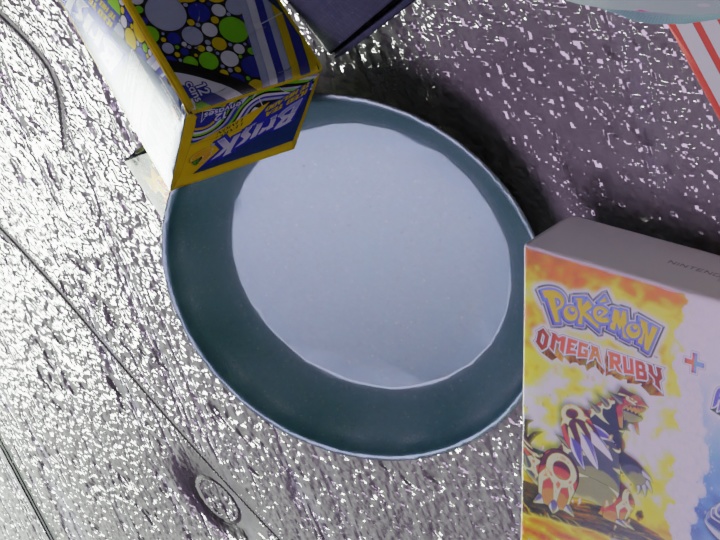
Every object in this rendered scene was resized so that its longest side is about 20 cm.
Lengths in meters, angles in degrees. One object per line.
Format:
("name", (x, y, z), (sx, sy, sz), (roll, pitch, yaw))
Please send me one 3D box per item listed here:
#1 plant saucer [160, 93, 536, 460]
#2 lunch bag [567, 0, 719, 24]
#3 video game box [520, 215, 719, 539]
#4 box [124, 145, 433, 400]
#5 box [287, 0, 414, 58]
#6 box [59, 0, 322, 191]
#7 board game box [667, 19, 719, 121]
("plant saucer", (0.000, 0.000, 0.855), (0.199, 0.036, 0.201), (10, 121, 16))
("lunch bag", (0.055, -0.140, 0.498), (0.200, 0.170, 0.122), (50, 123, 35))
("video game box", (0.161, 0.087, 0.748), (0.199, 0.047, 0.183), (17, 119, 35))
("box", (-0.030, 0.002, 0.945), (0.136, 0.038, 0.200), (-12, 115, 54))
("box", (-0.023, -0.202, 0.706), (0.200, 0.051, 0.158), (52, 149, -6))
("box", (-0.099, -0.139, 0.792), (0.200, 0.070, 0.064), (59, 152, 20))
("board game box", (0.186, -0.080, 0.591), (0.151, 0.046, 0.200), (-11, 116, 54))
